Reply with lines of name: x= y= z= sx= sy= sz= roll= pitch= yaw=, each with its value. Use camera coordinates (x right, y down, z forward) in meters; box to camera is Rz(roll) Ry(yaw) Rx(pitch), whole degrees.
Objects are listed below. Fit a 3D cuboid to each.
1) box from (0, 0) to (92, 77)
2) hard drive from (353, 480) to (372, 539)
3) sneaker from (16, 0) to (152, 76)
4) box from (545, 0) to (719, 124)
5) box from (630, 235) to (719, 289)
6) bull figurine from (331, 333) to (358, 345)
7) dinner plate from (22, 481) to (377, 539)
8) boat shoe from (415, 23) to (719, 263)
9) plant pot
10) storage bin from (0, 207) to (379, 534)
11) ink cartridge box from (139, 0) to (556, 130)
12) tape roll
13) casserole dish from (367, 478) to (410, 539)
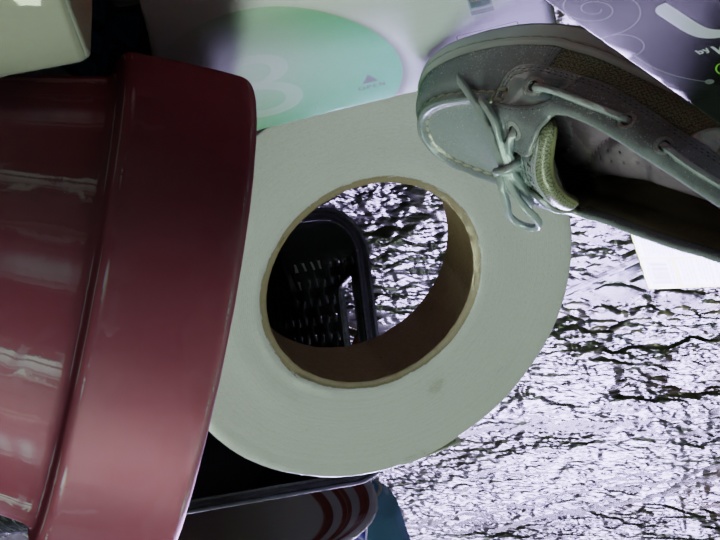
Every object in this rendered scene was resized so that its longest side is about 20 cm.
box: x=-0.154 y=-0.159 z=0.933 sx=0.082 sy=0.069 sz=0.201 roll=-8 pitch=137 yaw=4
hard drive: x=-0.059 y=0.112 z=1.486 sx=0.131 sy=0.026 sz=0.200 roll=3 pitch=-161 yaw=2
sneaker: x=-0.144 y=-0.109 z=1.136 sx=0.199 sy=0.075 sz=0.087 roll=6 pitch=-157 yaw=-40
box: x=0.133 y=-0.155 z=0.913 sx=0.148 sy=0.125 sz=0.200 roll=-18 pitch=147 yaw=36
box: x=0.225 y=-0.037 z=1.254 sx=0.199 sy=0.049 sz=0.117 roll=0 pitch=155 yaw=14
bull figurine: x=-0.085 y=0.044 z=1.448 sx=0.200 sy=0.065 sz=0.121 roll=24 pitch=150 yaw=-39
dinner plate: x=-0.091 y=0.120 z=1.375 sx=0.199 sy=0.024 sz=0.200 roll=2 pitch=-162 yaw=-1
boat shoe: x=0.100 y=-0.043 z=1.045 sx=0.201 sy=0.065 sz=0.075 roll=17 pitch=144 yaw=32
plant pot: x=-0.146 y=0.005 z=1.033 sx=0.178 sy=0.201 sz=0.200 roll=10 pitch=155 yaw=-10
storage bin: x=-0.096 y=0.048 z=1.295 sx=0.199 sy=0.136 sz=0.094 roll=-7 pitch=178 yaw=-34
ink cartridge box: x=-0.012 y=-0.129 z=1.046 sx=0.160 sy=0.050 sz=0.200 roll=-13 pitch=155 yaw=5
tape roll: x=0.000 y=0.000 z=1.226 sx=0.202 sy=0.037 sz=0.204 roll=-10 pitch=120 yaw=-18
casserole dish: x=-0.052 y=0.149 z=1.479 sx=0.121 sy=0.039 sz=0.200 roll=12 pitch=-159 yaw=25
